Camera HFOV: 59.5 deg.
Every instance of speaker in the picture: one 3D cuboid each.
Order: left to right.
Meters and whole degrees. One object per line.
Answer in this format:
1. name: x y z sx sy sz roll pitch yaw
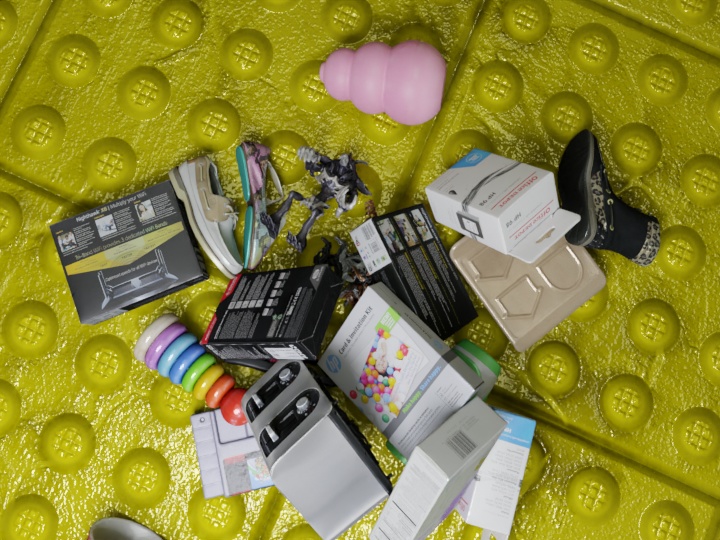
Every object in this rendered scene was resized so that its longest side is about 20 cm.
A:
1. speaker: 0.125 0.205 0.946 0.088 0.088 0.201 38 84 2

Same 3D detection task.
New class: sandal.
1. sandal: -0.109 0.140 0.953 0.196 0.075 0.046 14 75 2

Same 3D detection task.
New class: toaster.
1. toaster: -0.058 0.232 0.837 0.118 0.181 0.201 -37 118 -7

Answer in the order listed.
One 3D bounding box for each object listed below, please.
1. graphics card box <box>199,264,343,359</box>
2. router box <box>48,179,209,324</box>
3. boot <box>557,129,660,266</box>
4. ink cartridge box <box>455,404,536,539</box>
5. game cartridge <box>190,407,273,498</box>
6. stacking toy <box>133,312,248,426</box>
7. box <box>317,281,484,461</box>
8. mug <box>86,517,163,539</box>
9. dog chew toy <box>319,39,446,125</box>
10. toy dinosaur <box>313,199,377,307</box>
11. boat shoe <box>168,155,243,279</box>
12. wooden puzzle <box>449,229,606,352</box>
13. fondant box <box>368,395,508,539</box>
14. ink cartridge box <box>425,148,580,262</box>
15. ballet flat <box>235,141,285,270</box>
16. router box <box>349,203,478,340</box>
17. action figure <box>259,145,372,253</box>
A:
1. graphics card box: -0.127 0.061 0.895 0.051 0.197 0.127 47 50 -37
2. router box: -0.354 -0.027 0.970 0.197 0.052 0.160 -21 84 -4
3. boot: 0.396 -0.112 1.002 0.151 0.073 0.207 18 62 -19
4. ink cartridge box: 0.187 0.303 0.922 0.065 0.116 0.204 16 83 -1
5. game cartridge: -0.150 0.262 0.957 0.196 0.038 0.132 -12 80 -3
6. stacking toy: -0.236 0.156 0.930 0.199 0.085 0.086 39 84 7
7. box: 0.050 0.141 0.874 0.200 0.041 0.157 44 118 19
8. mug: -0.348 0.486 0.879 0.176 0.133 0.202 30 87 3
9. dog chew toy: 0.033 -0.298 0.984 0.196 0.125 0.127 9 83 7
10. toy dinosaur: 0.000 0.000 0.970 0.134 0.102 0.204 9 63 -31
11. boat shoe: -0.223 -0.087 0.962 0.068 0.075 0.202 -30 79 2
12. wooden puzzle: 0.262 -0.004 0.997 0.184 0.046 0.201 -36 91 -5
13. fondant box: 0.101 0.277 0.827 0.058 0.202 0.143 39 40 25
14. ink cartridge box: 0.204 -0.100 0.916 0.115 0.199 0.067 -38 128 -16
15. ballet flat: -0.153 -0.103 0.985 0.070 0.069 0.205 -2 83 -22
16. router box: 0.084 0.009 0.940 0.051 0.148 0.203 -29 84 39
17. action figure: -0.056 -0.123 0.952 0.118 0.102 0.201 37 68 5
